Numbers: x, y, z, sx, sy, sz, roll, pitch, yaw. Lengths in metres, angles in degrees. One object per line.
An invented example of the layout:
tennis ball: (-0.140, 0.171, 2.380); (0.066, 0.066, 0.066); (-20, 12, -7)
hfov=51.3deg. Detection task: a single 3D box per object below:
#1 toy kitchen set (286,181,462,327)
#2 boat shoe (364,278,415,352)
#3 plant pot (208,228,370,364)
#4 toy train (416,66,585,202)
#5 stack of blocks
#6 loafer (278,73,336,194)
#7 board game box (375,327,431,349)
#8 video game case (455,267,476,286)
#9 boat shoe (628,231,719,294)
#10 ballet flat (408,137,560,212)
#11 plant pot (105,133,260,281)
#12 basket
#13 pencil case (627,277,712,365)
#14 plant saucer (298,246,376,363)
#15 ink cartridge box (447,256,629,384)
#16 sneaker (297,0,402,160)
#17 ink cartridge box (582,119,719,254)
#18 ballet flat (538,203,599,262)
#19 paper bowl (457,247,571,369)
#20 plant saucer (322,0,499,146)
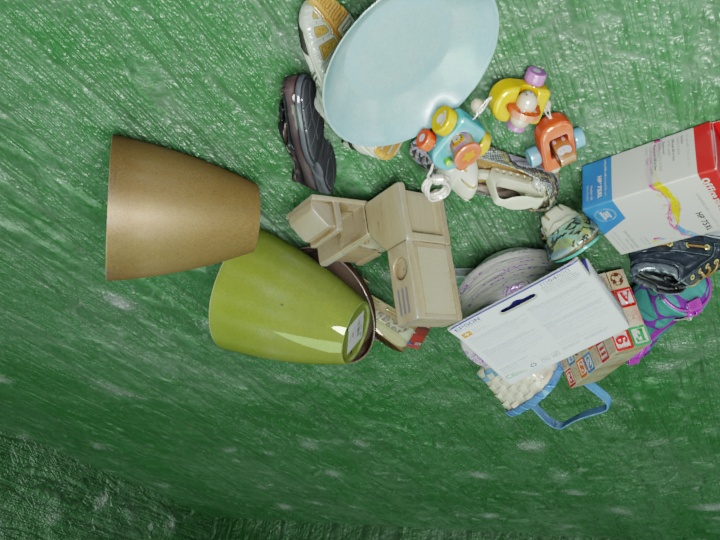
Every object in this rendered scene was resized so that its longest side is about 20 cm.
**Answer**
toy kitchen set: (0.000, 0.000, 0.999); (0.160, 0.186, 0.199); (4, 160, -36)
boat shoe: (0.010, 0.056, 1.264); (0.199, 0.063, 0.073); (41, 167, -17)
plant pot: (-0.091, 0.058, 1.107); (0.196, 0.190, 0.188); (18, 156, 21)
toy train: (0.160, -0.133, 0.825); (0.195, 0.056, 0.152); (-20, 135, -1)
stack of blocks: (0.363, 0.095, 1.161); (0.057, 0.118, 0.201); (-11, 158, -10)
loafer: (-0.075, -0.158, 0.908); (0.061, 0.074, 0.201); (7, 154, 13)
board game box: (0.026, 0.100, 1.388); (0.194, 0.020, 0.104); (12, 150, -4)
video game case: (0.171, 0.039, 1.236); (0.194, 0.018, 0.144); (-1, 150, 18)
boat shoe: (0.442, -0.008, 0.993); (0.195, 0.093, 0.071); (12, 152, -5)
ballet flat: (0.153, -0.114, 0.914); (0.195, 0.074, 0.072); (14, 152, -7)
plant pot: (-0.238, -0.079, 1.012); (0.194, 0.191, 0.187); (2, 155, -17)
basket: (0.320, 0.192, 1.314); (0.200, 0.139, 0.177); (44, 148, 1)
pencil case: (0.437, 0.062, 1.118); (0.083, 0.095, 0.201); (-7, 154, -8)
plant saucer: (-0.046, 0.051, 1.199); (0.197, 0.034, 0.205); (22, 126, 33)
ink cartridge box: (0.239, 0.063, 1.012); (0.197, 0.041, 0.199); (-30, 137, 21)
sneaker: (-0.028, -0.200, 0.812); (0.086, 0.076, 0.202); (17, 149, 42)
ink cartridge box: (0.374, -0.096, 0.878); (0.197, 0.069, 0.115); (-17, 141, 40)
ballet flat: (0.252, -0.048, 0.943); (0.072, 0.077, 0.200); (4, 178, 9)
paper bowl: (0.232, 0.048, 1.107); (0.195, 0.106, 0.204); (-6, 136, -5)
plant saucer: (0.045, -0.212, 0.744); (0.197, 0.039, 0.203); (-22, 150, -13)
